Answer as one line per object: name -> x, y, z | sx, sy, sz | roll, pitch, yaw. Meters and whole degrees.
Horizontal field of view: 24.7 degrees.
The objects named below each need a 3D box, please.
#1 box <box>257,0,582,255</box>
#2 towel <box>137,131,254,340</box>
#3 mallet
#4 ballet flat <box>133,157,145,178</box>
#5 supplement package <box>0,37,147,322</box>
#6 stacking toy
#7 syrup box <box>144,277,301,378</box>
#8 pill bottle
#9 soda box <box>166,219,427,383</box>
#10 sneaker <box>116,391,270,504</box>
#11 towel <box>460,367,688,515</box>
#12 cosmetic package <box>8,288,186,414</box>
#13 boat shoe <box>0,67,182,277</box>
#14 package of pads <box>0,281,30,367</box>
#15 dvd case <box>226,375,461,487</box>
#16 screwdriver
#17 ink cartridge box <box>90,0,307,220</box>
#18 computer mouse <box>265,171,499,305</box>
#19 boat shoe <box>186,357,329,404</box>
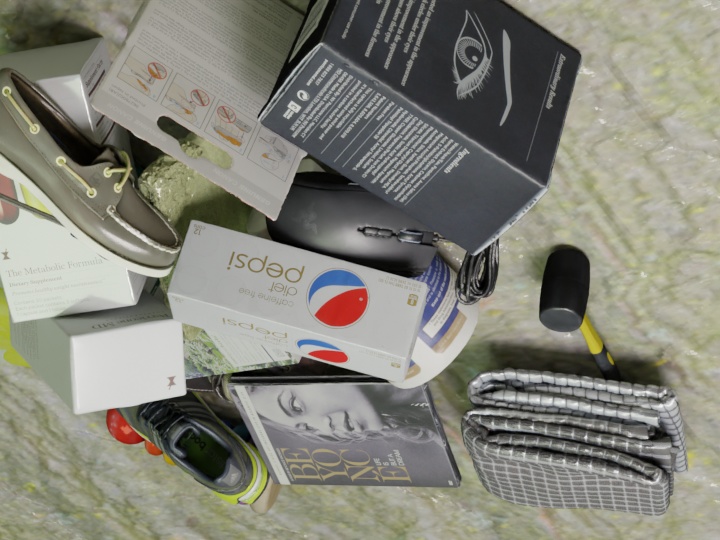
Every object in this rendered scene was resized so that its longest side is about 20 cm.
box -> 0.048, -0.134, 1.209 | 0.199, 0.149, 0.104 | 32, 139, -13
towel -> -0.125, -0.045, 1.392 | 0.036, 0.149, 0.201 | 24, 145, 27
mallet -> 0.203, 0.070, 1.437 | 0.041, 0.066, 0.201 | -6, 134, 27
ballet flat -> -0.252, -0.090, 1.462 | 0.199, 0.069, 0.071 | 39, 155, -16
supplement package -> -0.251, -0.076, 1.364 | 0.112, 0.110, 0.202 | -9, 113, 6
stacking toy -> -0.176, 0.184, 1.723 | 0.198, 0.086, 0.086 | 18, 141, 9
syrup box -> -0.142, 0.045, 1.544 | 0.198, 0.082, 0.079 | -9, 131, 35
pill bottle -> 0.000, 0.000, 1.408 | 0.200, 0.112, 0.111 | 42, 136, -21
soda box -> -0.050, 0.026, 1.311 | 0.198, 0.069, 0.064 | 15, 158, 5
sneaker -> -0.179, 0.157, 1.649 | 0.199, 0.074, 0.081 | 32, 174, 22
towel -> 0.197, 0.166, 1.505 | 0.198, 0.086, 0.166 | 7, 155, 16
cosmetic package -> -0.233, 0.054, 1.428 | 0.200, 0.100, 0.072 | 29, 123, 58
boat shoe -> -0.214, -0.074, 1.265 | 0.201, 0.072, 0.060 | 39, 112, -11
package of pads -> -0.352, 0.012, 1.609 | 0.153, 0.069, 0.201 | 10, 140, 13
dvd case -> -0.015, 0.155, 1.568 | 0.198, 0.016, 0.150 | -1, 134, 22
screwdriver -> -0.244, -0.042, 1.300 | 0.198, 0.029, 0.028 | 25, 106, -13
ink cartridge box -> -0.107, -0.136, 1.231 | 0.160, 0.201, 0.050 | 31, 140, -12
computer mouse -> 0.030, -0.058, 1.314 | 0.198, 0.046, 0.142 | 16, 98, -5
boat shoe -> -0.120, 0.097, 1.607 | 0.198, 0.065, 0.072 | -5, 134, 28
